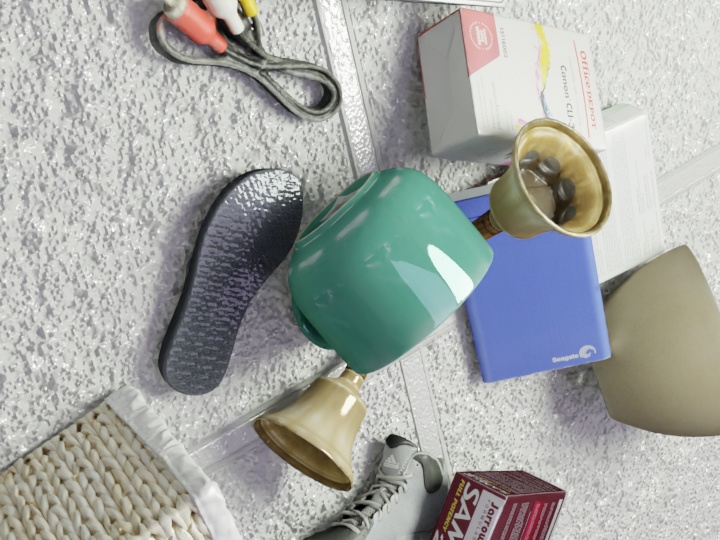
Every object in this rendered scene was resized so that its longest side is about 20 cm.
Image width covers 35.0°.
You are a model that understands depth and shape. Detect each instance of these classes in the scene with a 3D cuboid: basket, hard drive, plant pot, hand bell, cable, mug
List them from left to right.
[{"bbox_3d":[-0.177,0.233,0.867,0.160,0.200,0.200,-29,119,-19],"label":"basket"},{"bbox_3d":[-0.087,-0.170,0.895,0.097,0.050,0.200,-53,126,-10],"label":"cable"},{"bbox_3d":[0.001,0.086,1.030,0.201,0.103,0.104,-55,128,-24],"label":"hand bell"},{"bbox_3d":[0.003,0.000,0.929,0.185,0.152,0.115,-39,101,14],"label":"mug"},{"bbox_3d":[0.113,-0.039,0.999,0.103,0.200,0.105,16,59,-28],"label":"hand bell"},{"bbox_3d":[0.163,0.008,1.104,0.130,0.025,0.202,-12,116,7],"label":"hard drive"},{"bbox_3d":[0.310,0.089,1.197,0.133,0.201,0.202,-19,121,10],"label":"plant pot"}]

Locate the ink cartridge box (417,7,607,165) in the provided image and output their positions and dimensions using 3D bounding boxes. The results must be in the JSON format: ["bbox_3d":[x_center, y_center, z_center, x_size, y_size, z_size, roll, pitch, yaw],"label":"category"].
[{"bbox_3d":[0.153,-0.159,1.036,0.198,0.067,0.118,1,76,-36],"label":"ink cartridge box"}]

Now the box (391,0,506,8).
[{"bbox_3d":[0.034,-0.281,0.944,0.198,0.060,0.118,-3,106,-35],"label":"box"}]

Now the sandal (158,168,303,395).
[{"bbox_3d":[-0.115,0.003,0.940,0.076,0.043,0.202,26,93,-29],"label":"sandal"}]

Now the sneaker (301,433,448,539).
[{"bbox_3d":[0.011,0.215,1.079,0.199,0.075,0.117,-6,103,-45],"label":"sneaker"}]

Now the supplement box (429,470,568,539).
[{"bbox_3d":[0.136,0.260,1.137,0.200,0.060,0.110,20,92,-63],"label":"supplement box"}]

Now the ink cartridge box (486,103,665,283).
[{"bbox_3d":[0.213,-0.058,1.159,0.198,0.050,0.163,-23,117,-17],"label":"ink cartridge box"}]
